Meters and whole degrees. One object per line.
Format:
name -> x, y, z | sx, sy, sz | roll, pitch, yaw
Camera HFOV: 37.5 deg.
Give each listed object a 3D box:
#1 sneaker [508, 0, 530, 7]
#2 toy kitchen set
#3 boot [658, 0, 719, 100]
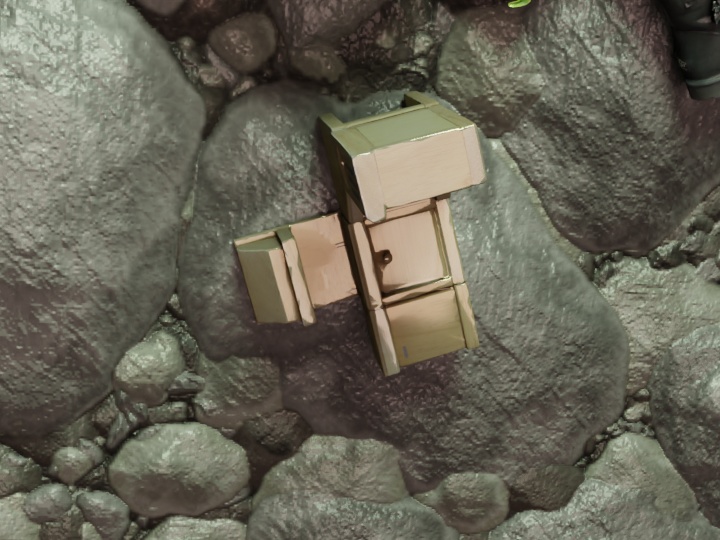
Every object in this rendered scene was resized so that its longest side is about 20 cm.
sneaker -> 0.144, -0.278, 0.726 | 0.083, 0.072, 0.200 | 31, 113, 5
toy kitchen set -> 0.000, 0.000, 0.742 | 0.163, 0.180, 0.200 | -16, 107, -5
boot -> 0.283, -0.241, 0.759 | 0.165, 0.066, 0.200 | -28, 121, 4
